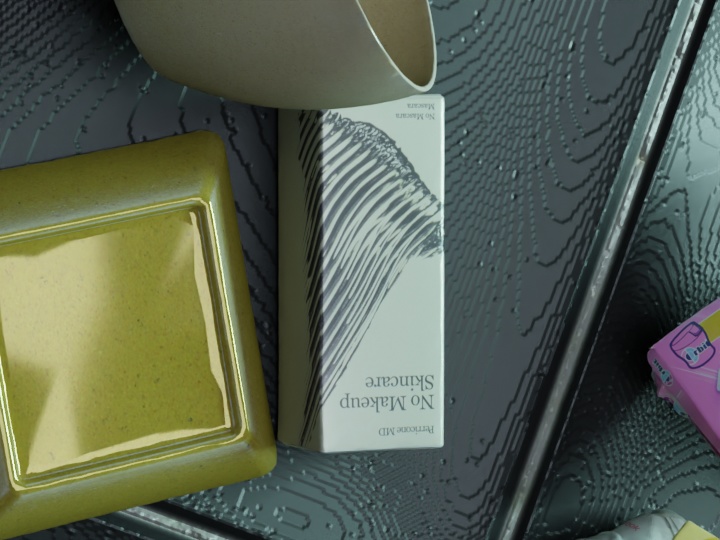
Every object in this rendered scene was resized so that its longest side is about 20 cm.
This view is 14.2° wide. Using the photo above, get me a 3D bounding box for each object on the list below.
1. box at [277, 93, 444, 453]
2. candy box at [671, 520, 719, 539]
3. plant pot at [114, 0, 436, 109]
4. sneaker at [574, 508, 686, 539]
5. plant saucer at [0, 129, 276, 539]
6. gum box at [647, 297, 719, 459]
[{"bbox_3d":[0.000,0.000,1.625,0.082,0.068,0.200,-3,93,-23],"label":"box"},{"bbox_3d":[0.174,0.246,1.603,0.117,0.056,0.200,32,54,16],"label":"candy box"},{"bbox_3d":[-0.058,-0.167,1.542,0.134,0.200,0.200,-20,103,14],"label":"plant pot"},{"bbox_3d":[0.200,0.232,1.724,0.099,0.078,0.200,-28,104,-24],"label":"sneaker"},{"bbox_3d":[-0.142,0.038,1.576,0.200,0.048,0.200,-13,98,-23],"label":"plant saucer"},{"bbox_3d":[0.277,0.045,1.698,0.200,0.066,0.114,-35,71,0],"label":"gum box"}]
